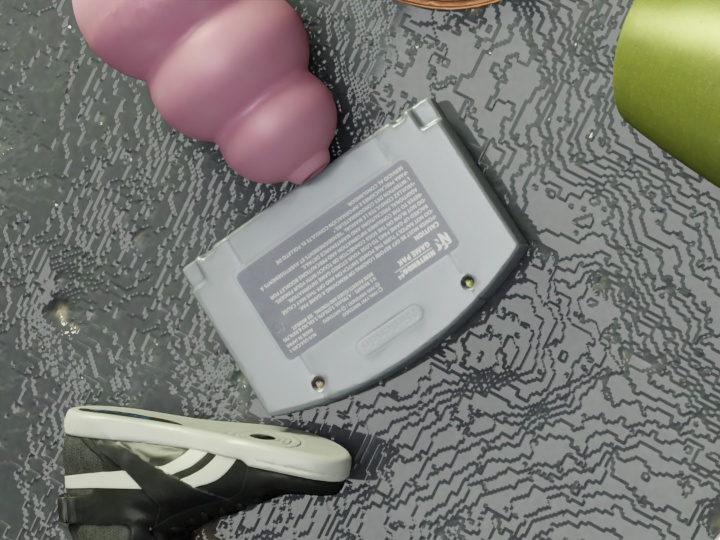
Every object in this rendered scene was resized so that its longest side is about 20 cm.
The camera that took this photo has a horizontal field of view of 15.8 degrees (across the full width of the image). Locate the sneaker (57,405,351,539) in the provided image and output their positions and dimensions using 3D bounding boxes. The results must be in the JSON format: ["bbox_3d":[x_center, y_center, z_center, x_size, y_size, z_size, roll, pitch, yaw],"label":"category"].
[{"bbox_3d":[-0.100,0.153,1.658,0.200,0.073,0.112,7,96,25],"label":"sneaker"}]

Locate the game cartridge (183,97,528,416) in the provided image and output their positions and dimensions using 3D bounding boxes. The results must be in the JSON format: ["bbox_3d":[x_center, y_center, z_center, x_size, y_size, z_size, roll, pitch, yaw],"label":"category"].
[{"bbox_3d":[0.000,0.000,1.638,0.200,0.041,0.133,-34,78,15],"label":"game cartridge"}]

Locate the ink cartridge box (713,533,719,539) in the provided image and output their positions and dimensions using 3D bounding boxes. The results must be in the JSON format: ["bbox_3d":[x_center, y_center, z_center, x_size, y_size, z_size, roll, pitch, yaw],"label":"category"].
[{"bbox_3d":[0.253,0.187,1.479,0.116,0.200,0.068,40,102,12],"label":"ink cartridge box"}]

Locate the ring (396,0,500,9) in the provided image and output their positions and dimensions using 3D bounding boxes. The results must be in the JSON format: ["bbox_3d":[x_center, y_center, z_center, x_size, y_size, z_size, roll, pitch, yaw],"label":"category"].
[{"bbox_3d":[0.052,-0.259,1.596,0.200,0.019,0.201,2,107,7],"label":"ring"}]

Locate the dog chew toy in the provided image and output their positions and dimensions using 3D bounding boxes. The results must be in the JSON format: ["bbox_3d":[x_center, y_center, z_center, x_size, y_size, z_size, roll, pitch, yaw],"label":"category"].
[{"bbox_3d":[-0.089,-0.139,1.622,0.125,0.125,0.200,-40,86,14],"label":"dog chew toy"}]

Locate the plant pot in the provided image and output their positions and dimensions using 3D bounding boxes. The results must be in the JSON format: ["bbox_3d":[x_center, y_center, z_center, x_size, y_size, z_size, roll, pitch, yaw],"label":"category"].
[{"bbox_3d":[0.255,-0.106,1.501,0.200,0.187,0.187,17,96,31],"label":"plant pot"}]
